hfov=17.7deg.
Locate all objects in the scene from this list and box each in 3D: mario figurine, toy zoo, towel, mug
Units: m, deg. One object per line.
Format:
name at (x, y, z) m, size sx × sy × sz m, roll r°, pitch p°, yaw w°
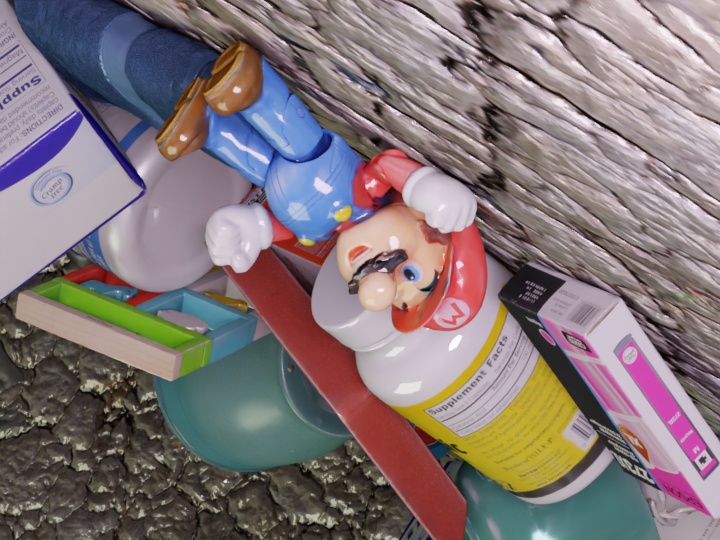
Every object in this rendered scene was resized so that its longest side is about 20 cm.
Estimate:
mario figurine at (-0.016, -0.029, 1.255) m, size 0.200 × 0.106 × 0.123 m, roll 37°, pitch 172°, yaw -14°
toy zoo at (-0.131, 0.022, 1.622) m, size 0.131 × 0.021 × 0.200 m, roll 20°, pitch -158°, yaw 22°
towel at (-0.124, -0.116, 1.404) m, size 0.199 × 0.049 × 0.112 m, roll 29°, pitch 172°, yaw 39°
mug at (0.122, 0.168, 1.583) m, size 0.152 × 0.114 × 0.186 m, roll 139°, pitch 109°, yaw -80°

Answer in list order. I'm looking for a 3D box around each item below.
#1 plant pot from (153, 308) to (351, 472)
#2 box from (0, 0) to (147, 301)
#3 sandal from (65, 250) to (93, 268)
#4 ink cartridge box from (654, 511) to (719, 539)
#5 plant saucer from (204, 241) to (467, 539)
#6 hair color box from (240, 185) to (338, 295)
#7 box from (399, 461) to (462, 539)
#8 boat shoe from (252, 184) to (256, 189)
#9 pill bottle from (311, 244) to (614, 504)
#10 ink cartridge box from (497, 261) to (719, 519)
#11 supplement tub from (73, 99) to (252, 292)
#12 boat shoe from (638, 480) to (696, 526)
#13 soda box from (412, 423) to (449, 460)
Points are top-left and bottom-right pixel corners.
plant pot at (-0.062, 0.085, 2.131) m, size 0.200 × 0.201 × 0.188 m, roll 36°, pitch 159°, yaw -24°
box at (-0.273, -0.083, 1.529) m, size 0.200 × 0.183 × 0.105 m, roll 53°, pitch 180°, yaw 38°
sandal at (-0.188, -0.063, 1.757) m, size 0.201 × 0.075 × 0.043 m, roll -93°, pitch -4°, yaw -53°
ink cartridge box at (0.180, 0.152, 1.767) m, size 0.200 × 0.084 × 0.145 m, roll 36°, pitch 174°, yaw -26°
plant saucer at (-0.008, 0.079, 1.536) m, size 0.200 × 0.037 × 0.200 m, roll 49°, pitch 177°, yaw 43°
hair color box at (0.000, 0.000, 1.549) m, size 0.111 × 0.064 × 0.200 m, roll 48°, pitch 167°, yaw -29°
box at (0.072, 0.251, 1.765) m, size 0.105 × 0.185 × 0.200 m, roll 33°, pitch 174°, yaw -1°
boat shoe at (-0.099, -0.049, 1.719) m, size 0.067 × 0.072 × 0.200 m, roll 29°, pitch 178°, yaw -36°
pill bottle at (0.067, 0.051, 1.416) m, size 0.200 × 0.112 × 0.111 m, roll 38°, pitch 173°, yaw -30°
ink cartridge box at (0.162, 0.083, 1.331) m, size 0.200 × 0.037 × 0.095 m, roll 50°, pitch 167°, yaw -28°
supplement tub at (-0.185, -0.080, 1.636) m, size 0.199 × 0.132 × 0.132 m, roll 28°, pitch 172°, yaw 37°
boat shoe at (0.213, 0.144, 1.587) m, size 0.071 × 0.070 × 0.200 m, roll 36°, pitch 175°, yaw -25°
soda box at (0.016, 0.068, 1.799) m, size 0.068 × 0.064 × 0.200 m, roll 38°, pitch -169°, yaw -36°
